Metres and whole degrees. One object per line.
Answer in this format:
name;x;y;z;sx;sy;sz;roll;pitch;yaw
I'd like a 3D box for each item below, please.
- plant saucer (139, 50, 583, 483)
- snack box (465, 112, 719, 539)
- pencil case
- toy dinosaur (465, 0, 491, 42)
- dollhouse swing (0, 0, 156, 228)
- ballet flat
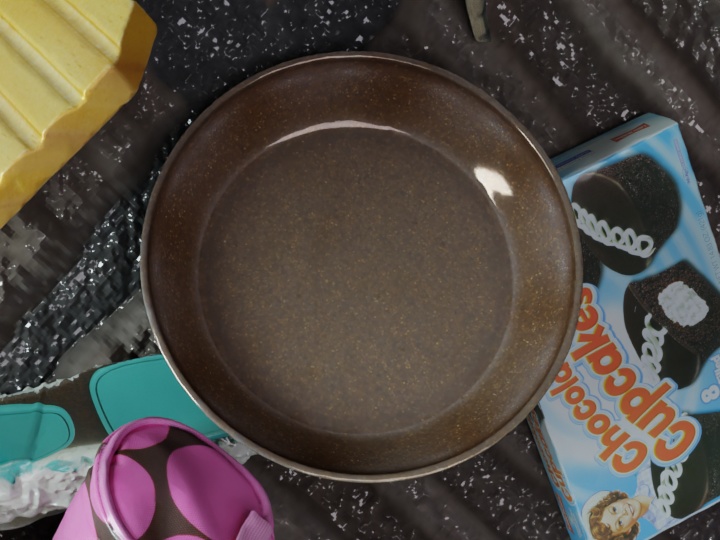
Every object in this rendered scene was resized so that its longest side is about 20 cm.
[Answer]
plant saucer;0.000;0.000;0.886;0.200;0.037;0.201;2;73;-7
snack box;0.132;0.035;0.978;0.116;0.037;0.200;-26;111;-10
pencil case;-0.105;0.161;0.865;0.094;0.091;0.200;35;128;9
toy dinosaur;0.037;-0.201;0.880;0.088;0.047;0.201;-2;108;-25
dollhouse swing;-0.208;-0.103;0.750;0.200;0.176;0.182;-44;114;-2
ballet flat;-0.127;0.083;0.896;0.199;0.072;0.072;-9;107;-15
